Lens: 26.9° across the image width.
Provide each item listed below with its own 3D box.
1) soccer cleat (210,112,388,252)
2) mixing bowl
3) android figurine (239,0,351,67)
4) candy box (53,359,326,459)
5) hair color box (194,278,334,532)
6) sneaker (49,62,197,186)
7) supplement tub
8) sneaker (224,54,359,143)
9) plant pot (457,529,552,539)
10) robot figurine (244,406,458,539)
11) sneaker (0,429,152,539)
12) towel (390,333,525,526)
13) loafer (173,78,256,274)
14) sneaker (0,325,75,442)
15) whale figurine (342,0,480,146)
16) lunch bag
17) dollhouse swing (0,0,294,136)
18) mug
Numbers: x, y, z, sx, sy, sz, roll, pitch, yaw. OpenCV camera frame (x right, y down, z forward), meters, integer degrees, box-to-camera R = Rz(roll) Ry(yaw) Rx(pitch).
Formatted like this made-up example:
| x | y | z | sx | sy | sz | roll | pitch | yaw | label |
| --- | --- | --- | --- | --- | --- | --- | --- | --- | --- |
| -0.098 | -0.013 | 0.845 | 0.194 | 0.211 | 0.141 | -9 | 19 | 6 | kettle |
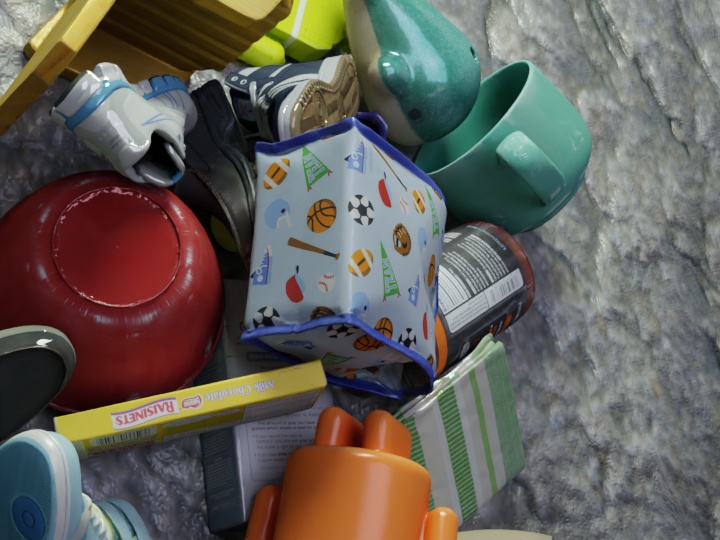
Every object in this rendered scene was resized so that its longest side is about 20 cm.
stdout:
| x | y | z | sx | sy | sz | roll | pitch | yaw | label |
| --- | --- | --- | --- | --- | --- | --- | --- | --- | --- |
| -0.053 | -0.085 | 1.318 | 0.200 | 0.084 | 0.065 | -39 | 97 | -37 | soccer cleat |
| -0.190 | 0.001 | 1.142 | 0.200 | 0.108 | 0.201 | 6 | 68 | -15 | mixing bowl |
| -0.080 | -0.269 | 1.393 | 0.200 | 0.041 | 0.182 | 24 | 61 | -26 | android figurine |
| -0.128 | 0.107 | 1.136 | 0.200 | 0.102 | 0.026 | -12 | 80 | -11 | candy box |
| -0.079 | 0.111 | 1.245 | 0.099 | 0.061 | 0.200 | 3 | 72 | -33 | hair color box |
| -0.161 | -0.098 | 1.138 | 0.087 | 0.075 | 0.200 | 49 | 14 | 6 | sneaker |
| 0.058 | 0.038 | 1.338 | 0.200 | 0.107 | 0.107 | -31 | 92 | -37 | supplement tub |
| -0.072 | -0.133 | 1.280 | 0.200 | 0.108 | 0.070 | -60 | 143 | -66 | sneaker |
| 0.067 | 0.296 | 1.219 | 0.134 | 0.200 | 0.201 | 15 | 60 | 8 | plant pot |
| -0.008 | 0.207 | 1.138 | 0.144 | 0.117 | 0.200 | 14 | 72 | -15 | robot figurine |
| -0.203 | 0.177 | 1.077 | 0.079 | 0.200 | 0.130 | 34 | 37 | 26 | sneaker |
| 0.067 | 0.164 | 1.303 | 0.200 | 0.023 | 0.153 | -35 | 126 | -35 | towel |
| -0.119 | -0.068 | 1.245 | 0.072 | 0.073 | 0.200 | -23 | 52 | -1 | loafer |
| -0.276 | 0.118 | 1.033 | 0.200 | 0.106 | 0.075 | -32 | 120 | -11 | sneaker |
| 0.044 | -0.214 | 1.379 | 0.159 | 0.104 | 0.200 | -73 | 144 | -58 | whale figurine |
| 0.000 | 0.000 | 1.188 | 0.200 | 0.124 | 0.170 | 27 | 60 | -53 | lunch bag |
| -0.176 | -0.161 | 1.185 | 0.182 | 0.200 | 0.176 | 26 | 60 | -25 | dollhouse swing |
| 0.139 | -0.096 | 1.407 | 0.114 | 0.152 | 0.185 | 44 | 36 | -17 | mug |
